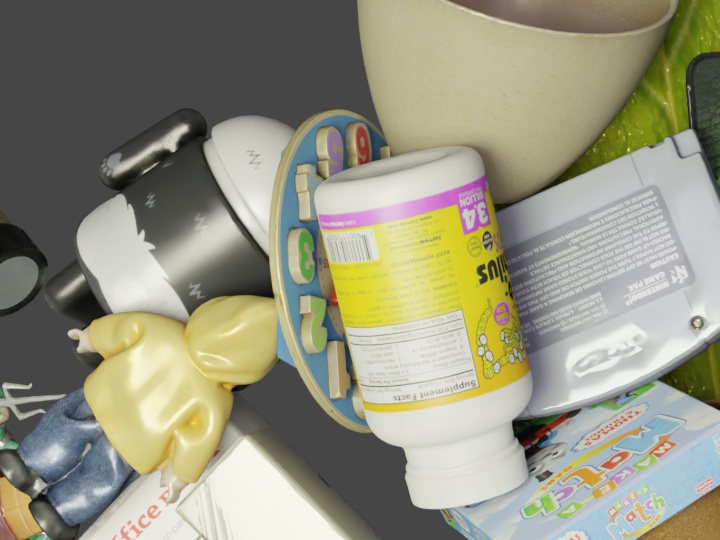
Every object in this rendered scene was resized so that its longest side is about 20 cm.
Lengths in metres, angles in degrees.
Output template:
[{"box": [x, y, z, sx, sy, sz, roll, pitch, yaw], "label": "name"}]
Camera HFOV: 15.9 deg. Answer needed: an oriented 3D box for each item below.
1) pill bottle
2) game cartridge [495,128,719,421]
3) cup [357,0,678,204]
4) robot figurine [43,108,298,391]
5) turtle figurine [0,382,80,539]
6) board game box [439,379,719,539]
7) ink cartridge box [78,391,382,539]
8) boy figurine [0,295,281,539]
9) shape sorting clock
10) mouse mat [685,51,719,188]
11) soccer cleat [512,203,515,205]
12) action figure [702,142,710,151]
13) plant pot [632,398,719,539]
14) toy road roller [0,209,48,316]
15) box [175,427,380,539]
[{"box": [0.043, 0.034, 1.525, 0.103, 0.104, 0.202, -12, 99, 10], "label": "pill bottle"}, {"box": [0.139, 0.013, 1.580, 0.199, 0.040, 0.134, -23, 75, 15], "label": "game cartridge"}, {"box": [0.082, -0.127, 1.594, 0.199, 0.200, 0.144, 19, 118, 9], "label": "cup"}, {"box": [-0.102, -0.012, 1.650, 0.199, 0.125, 0.151, -35, 109, 9], "label": "robot figurine"}, {"box": [-0.235, 0.158, 1.687, 0.199, 0.100, 0.151, -22, 72, 25], "label": "turtle figurine"}, {"box": [0.134, 0.122, 1.552, 0.151, 0.200, 0.037, -32, 104, -8], "label": "board game box"}, {"box": [-0.069, 0.198, 1.666, 0.200, 0.085, 0.146, 45, 98, 8], "label": "ink cartridge box"}, {"box": [-0.130, 0.076, 1.575, 0.200, 0.064, 0.125, -40, 75, 4], "label": "boy figurine"}, {"box": [0.000, 0.000, 1.594, 0.039, 0.200, 0.202, -3, 91, 29], "label": "shape sorting clock"}, {"box": [0.302, -0.060, 1.598, 0.198, 0.008, 0.162, -4, 85, -9], "label": "mouse mat"}, {"box": [0.100, 0.047, 1.641, 0.076, 0.067, 0.201, 24, 91, 20], "label": "soccer cleat"}, {"box": [0.254, 0.013, 1.622, 0.117, 0.055, 0.202, -14, 94, 2], "label": "action figure"}, {"box": [0.205, 0.213, 1.583, 0.185, 0.186, 0.201, -28, 102, 9], "label": "plant pot"}, {"box": [-0.316, 0.002, 1.660, 0.200, 0.146, 0.123, -50, 55, 11], "label": "toy road roller"}, {"box": [-0.016, 0.190, 1.576, 0.200, 0.082, 0.068, 45, 96, 8], "label": "box"}]
